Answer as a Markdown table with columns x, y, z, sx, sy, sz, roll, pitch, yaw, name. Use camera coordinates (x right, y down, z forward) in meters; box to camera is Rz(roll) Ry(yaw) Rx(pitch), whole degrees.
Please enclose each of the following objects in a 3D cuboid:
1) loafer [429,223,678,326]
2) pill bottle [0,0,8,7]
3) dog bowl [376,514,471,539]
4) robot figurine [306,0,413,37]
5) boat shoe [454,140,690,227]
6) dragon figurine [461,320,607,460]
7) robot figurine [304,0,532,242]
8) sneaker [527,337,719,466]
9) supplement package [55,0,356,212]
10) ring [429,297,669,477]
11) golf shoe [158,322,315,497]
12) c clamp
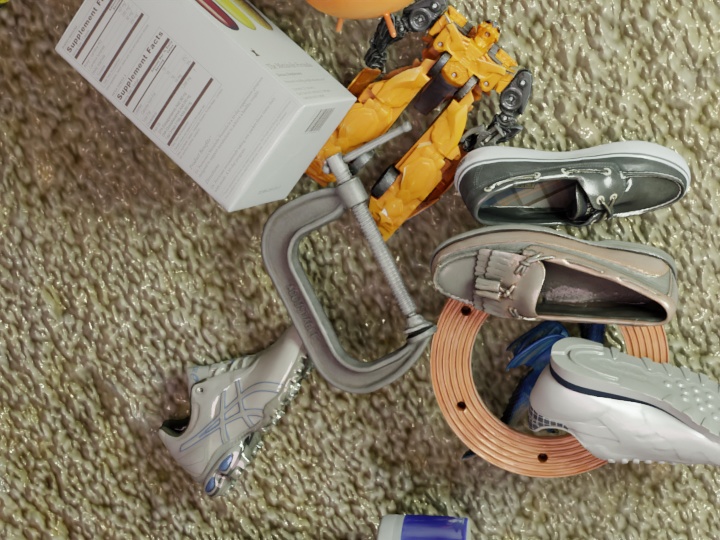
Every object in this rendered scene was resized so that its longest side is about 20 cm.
| x | y | z | sx | sy | sz | roll | pitch | yaw | name |
| --- | --- | --- | --- | --- | --- | --- | --- | --- | --- |
| 0.153 | 0.009 | 1.266 | 0.198 | 0.063 | 0.072 | 3 | 124 | 2 | loafer |
| -0.263 | -0.304 | 1.280 | 0.199 | 0.111 | 0.112 | -35 | 101 | 17 | pill bottle |
| 0.056 | 0.314 | 1.397 | 0.078 | 0.200 | 0.202 | -1 | 109 | 6 | dog bowl |
| -0.003 | -0.284 | 1.243 | 0.142 | 0.117 | 0.202 | -1 | 105 | 11 | robot figurine |
| 0.175 | -0.062 | 1.298 | 0.198 | 0.057 | 0.069 | -1 | 132 | -9 | boat shoe |
| 0.159 | 0.080 | 1.374 | 0.199 | 0.059 | 0.100 | -28 | 101 | 12 | dragon figurine |
| 0.047 | -0.130 | 1.320 | 0.145 | 0.058 | 0.200 | 40 | 111 | -6 | robot figurine |
| 0.235 | 0.123 | 1.301 | 0.198 | 0.077 | 0.081 | 21 | 117 | 3 | sneaker |
| -0.123 | -0.157 | 1.283 | 0.200 | 0.114 | 0.110 | 42 | 111 | 10 | supplement package |
| 0.156 | 0.075 | 1.332 | 0.198 | 0.019 | 0.203 | 1 | 106 | 4 | ring |
| -0.109 | 0.105 | 1.420 | 0.097 | 0.078 | 0.201 | 36 | 109 | 2 | golf shoe |
| 0.000 | 0.000 | 1.322 | 0.170 | 0.027 | 0.202 | -19 | 97 | 26 | c clamp |
